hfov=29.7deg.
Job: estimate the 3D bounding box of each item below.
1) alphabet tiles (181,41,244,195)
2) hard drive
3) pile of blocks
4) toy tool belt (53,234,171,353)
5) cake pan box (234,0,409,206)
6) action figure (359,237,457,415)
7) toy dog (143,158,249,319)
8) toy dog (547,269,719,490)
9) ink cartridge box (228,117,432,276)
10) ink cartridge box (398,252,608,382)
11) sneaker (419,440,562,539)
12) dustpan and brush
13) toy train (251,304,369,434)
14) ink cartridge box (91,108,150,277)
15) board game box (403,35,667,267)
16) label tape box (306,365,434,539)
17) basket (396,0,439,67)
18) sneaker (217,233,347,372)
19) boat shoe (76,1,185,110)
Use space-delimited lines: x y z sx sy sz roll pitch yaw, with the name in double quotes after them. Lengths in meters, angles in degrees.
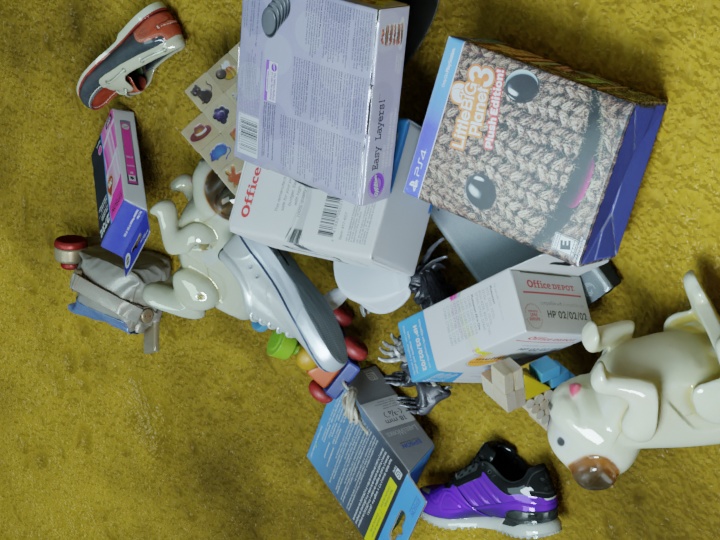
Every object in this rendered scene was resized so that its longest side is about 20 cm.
-0.099 -0.163 1.524 0.166 0.006 0.200 -42 78 0 "alphabet tiles"
0.164 -0.033 1.417 0.201 0.033 0.139 54 134 6 "hard drive"
0.193 0.121 1.391 0.082 0.199 0.062 -53 41 3 "pile of blocks"
-0.341 0.034 1.829 0.199 0.124 0.124 17 112 35 "toy tool belt"
-0.043 -0.176 1.320 0.183 0.052 0.202 23 117 40 "cake pan box"
0.056 0.061 1.502 0.119 0.101 0.202 -108 15 -55 "action figure"
-0.160 -0.045 1.613 0.193 0.139 0.202 27 126 18 "toy dog"
0.270 0.122 1.302 0.199 0.140 0.194 -27 134 13 "toy dog"
-0.026 -0.087 1.416 0.199 0.084 0.148 13 85 38 "ink cartridge box"
0.149 0.051 1.353 0.199 0.114 0.069 -29 67 41 "ink cartridge box"
0.143 0.242 1.551 0.199 0.069 0.101 -1 98 43 "sneaker"
0.000 0.000 1.493 0.199 0.057 0.141 -32 55 41 "dustpan and brush"
-0.056 0.101 1.553 0.085 0.115 0.201 -52 32 18 "toy train"
-0.305 -0.100 1.723 0.095 0.037 0.202 -54 41 42 "ink cartridge box"
0.165 -0.117 1.297 0.199 0.097 0.161 24 108 27 "board game box"
0.026 0.237 1.610 0.200 0.063 0.145 52 137 33 "label tape box"
-0.037 -0.297 1.400 0.200 0.135 0.181 48 138 17 "basket"
-0.087 0.038 1.510 0.071 0.073 0.201 -41 70 19 "sneaker"
-0.284 -0.251 1.681 0.200 0.071 0.063 -37 88 40 "boat shoe"
